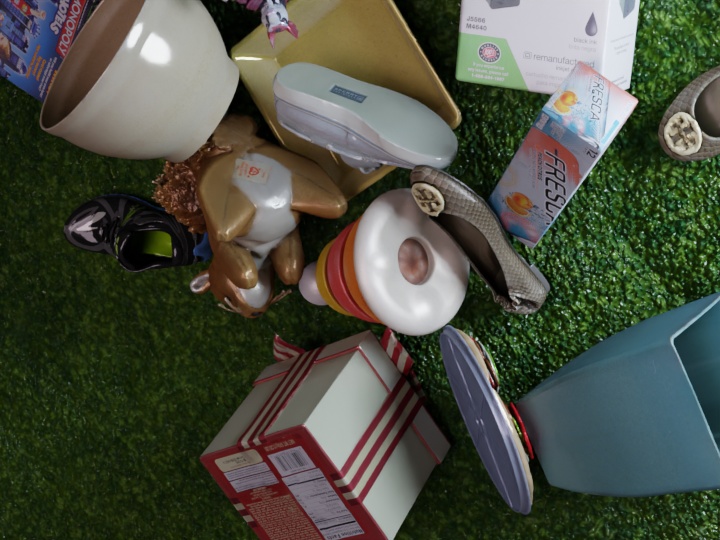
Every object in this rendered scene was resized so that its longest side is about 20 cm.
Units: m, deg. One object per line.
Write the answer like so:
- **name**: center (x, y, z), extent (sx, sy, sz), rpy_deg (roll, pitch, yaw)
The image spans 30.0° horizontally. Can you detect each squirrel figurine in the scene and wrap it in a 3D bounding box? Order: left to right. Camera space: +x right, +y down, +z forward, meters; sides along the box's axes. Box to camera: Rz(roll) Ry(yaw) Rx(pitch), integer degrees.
- **squirrel figurine**: center (-0.128, -0.053, 1.408), extent (0.200, 0.141, 0.187), rpy_deg (55, 151, 28)

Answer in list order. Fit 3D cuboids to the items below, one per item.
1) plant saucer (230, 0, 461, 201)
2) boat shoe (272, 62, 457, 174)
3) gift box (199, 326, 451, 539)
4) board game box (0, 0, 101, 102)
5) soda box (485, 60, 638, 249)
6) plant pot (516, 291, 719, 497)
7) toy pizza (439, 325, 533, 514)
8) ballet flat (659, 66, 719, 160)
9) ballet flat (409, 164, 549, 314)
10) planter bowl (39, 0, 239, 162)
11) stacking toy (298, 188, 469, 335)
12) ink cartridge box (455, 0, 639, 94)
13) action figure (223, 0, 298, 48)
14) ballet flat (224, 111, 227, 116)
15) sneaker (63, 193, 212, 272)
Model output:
- **plant saucer**: center (-0.009, -0.190, 1.358), extent (0.200, 0.048, 0.200), rpy_deg (-32, 88, 35)
- **boat shoe**: center (0.003, -0.136, 1.308), extent (0.201, 0.070, 0.072), rpy_deg (26, 138, 19)
- **gift box**: center (-0.032, 0.168, 1.403), extent (0.184, 0.187, 0.200), rpy_deg (-16, 112, 36)
- **board game box**: center (-0.344, -0.268, 1.517), extent (0.200, 0.062, 0.200), rpy_deg (43, 132, 9)
- **soda box**: center (0.174, -0.099, 1.203), extent (0.064, 0.068, 0.200), rpy_deg (36, 155, 6)
- **plant pot**: center (0.257, 0.126, 1.249), extent (0.200, 0.141, 0.142), rpy_deg (-20, 95, 40)
- **toy pizza**: center (0.131, 0.144, 1.325), extent (0.032, 0.200, 0.200), rpy_deg (-22, 95, -6)
- **ballet flat**: center (0.337, -0.155, 1.150), extent (0.200, 0.046, 0.067), rpy_deg (-31, 88, 35)
- **ballet flat**: center (0.110, -0.024, 1.284), extent (0.200, 0.046, 0.067), rpy_deg (47, 160, -29)
- **planter bowl**: center (-0.206, -0.191, 1.336), extent (0.135, 0.200, 0.200), rpy_deg (32, 129, -26)
- **stacking toy**: center (0.000, 0.000, 1.386), extent (0.200, 0.146, 0.146), rpy_deg (-10, 101, 50)
- **ink cartridge box**: center (0.171, -0.264, 1.201), extent (0.145, 0.084, 0.200), rpy_deg (13, 112, 27)
- **action figure**: center (-0.107, -0.314, 1.300), extent (0.149, 0.134, 0.200), rpy_deg (14, 117, 62)
- **ballet flat**: center (-0.172, -0.148, 1.469), extent (0.069, 0.069, 0.200), rpy_deg (9, 114, 29)
- **sneaker**: center (-0.264, -0.042, 1.541), extent (0.199, 0.083, 0.071), rpy_deg (10, 111, 29)
